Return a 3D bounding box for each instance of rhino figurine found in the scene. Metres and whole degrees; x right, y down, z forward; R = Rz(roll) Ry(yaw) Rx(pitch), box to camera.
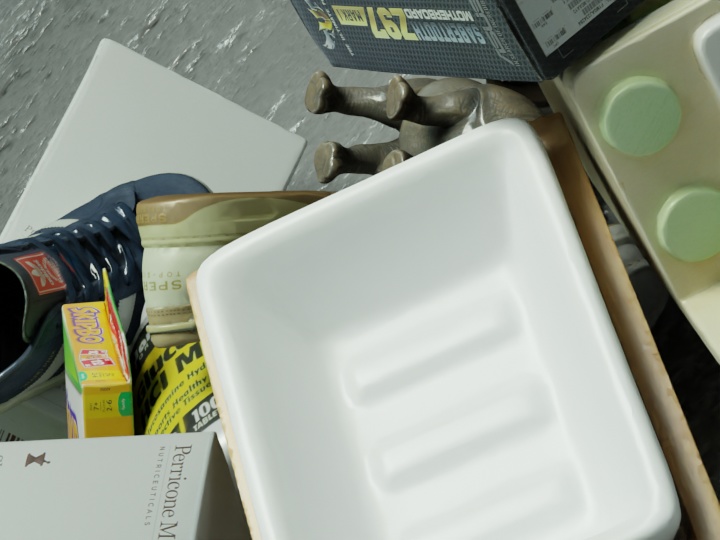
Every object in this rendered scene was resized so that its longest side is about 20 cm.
[{"bbox_3d":[0.050,-0.055,1.183,0.200,0.087,0.060,18,100,64],"label":"rhino figurine"}]

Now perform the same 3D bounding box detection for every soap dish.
[{"bbox_3d":[0.034,0.056,0.947,0.157,0.081,0.201,-24,53,8],"label":"soap dish"}]

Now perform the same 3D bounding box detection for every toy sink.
[{"bbox_3d":[0.140,-0.070,0.958,0.130,0.112,0.200,-29,26,3],"label":"toy sink"}]

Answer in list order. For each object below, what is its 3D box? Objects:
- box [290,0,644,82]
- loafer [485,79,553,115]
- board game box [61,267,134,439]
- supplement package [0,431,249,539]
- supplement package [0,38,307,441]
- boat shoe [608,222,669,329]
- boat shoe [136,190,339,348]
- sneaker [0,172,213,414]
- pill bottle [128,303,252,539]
[{"bbox_3d":[0.084,-0.147,0.979,0.200,0.051,0.157,-40,23,-20],"label":"box"},{"bbox_3d":[0.112,-0.123,1.174,0.200,0.071,0.073,-16,43,53],"label":"loafer"},{"bbox_3d":[-0.111,0.107,1.157,0.096,0.030,0.201,-120,30,-67],"label":"board game box"},{"bbox_3d":[-0.101,0.184,0.966,0.110,0.156,0.201,-4,44,10],"label":"supplement package"},{"bbox_3d":[-0.125,0.010,1.326,0.201,0.116,0.117,-65,3,-28],"label":"supplement package"},{"bbox_3d":[0.060,0.070,1.023,0.200,0.071,0.069,-48,50,-9],"label":"boat shoe"},{"bbox_3d":[0.000,0.000,1.103,0.073,0.199,0.063,176,94,-65],"label":"boat shoe"},{"bbox_3d":[-0.139,0.008,1.206,0.200,0.075,0.085,-36,-14,-25],"label":"sneaker"},{"bbox_3d":[-0.043,0.066,1.141,0.113,0.112,0.200,-47,25,11],"label":"pill bottle"}]
